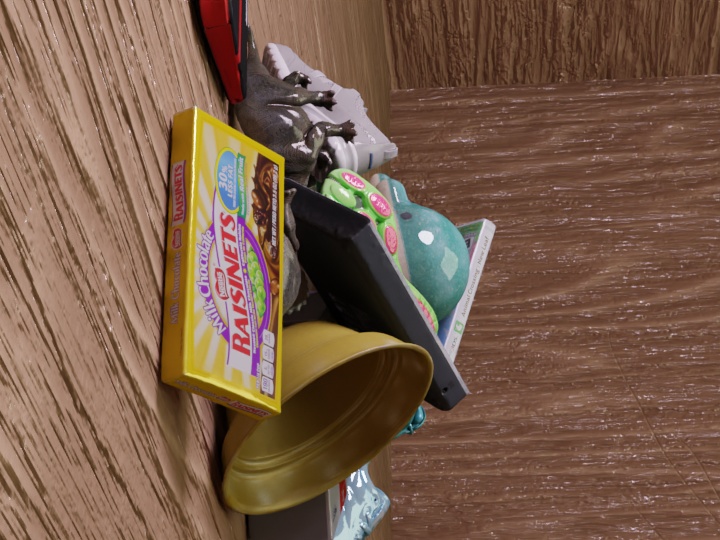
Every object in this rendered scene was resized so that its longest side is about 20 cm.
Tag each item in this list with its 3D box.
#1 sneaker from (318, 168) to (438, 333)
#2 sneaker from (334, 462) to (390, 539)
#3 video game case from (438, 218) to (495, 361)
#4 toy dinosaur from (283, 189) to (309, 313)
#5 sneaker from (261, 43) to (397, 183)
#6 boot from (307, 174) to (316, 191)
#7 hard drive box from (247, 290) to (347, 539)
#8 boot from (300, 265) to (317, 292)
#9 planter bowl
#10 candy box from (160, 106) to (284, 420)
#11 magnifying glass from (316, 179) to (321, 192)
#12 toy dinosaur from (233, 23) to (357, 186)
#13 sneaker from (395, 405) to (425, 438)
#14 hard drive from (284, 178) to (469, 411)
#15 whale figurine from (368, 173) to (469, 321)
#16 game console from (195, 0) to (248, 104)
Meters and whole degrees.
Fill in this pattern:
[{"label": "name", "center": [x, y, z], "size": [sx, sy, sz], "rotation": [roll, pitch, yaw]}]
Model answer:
[{"label": "sneaker", "center": [0.000, 0.000, 1.429], "size": [0.077, 0.084, 0.200], "rotation": [-39, 120, -33]}, {"label": "sneaker", "center": [-0.009, 0.254, 1.598], "size": [0.074, 0.082, 0.200], "rotation": [99, -8, -65]}, {"label": "video game case", "center": [0.050, 0.043, 1.657], "size": [0.200, 0.022, 0.182], "rotation": [-14, -130, 53]}, {"label": "toy dinosaur", "center": [-0.074, -0.002, 1.198], "size": [0.200, 0.077, 0.102], "rotation": [-89, 163, -83]}, {"label": "sneaker", "center": [-0.037, -0.149, 1.490], "size": [0.200, 0.082, 0.075], "rotation": [55, -35, 39]}, {"label": "boot", "center": [-0.065, -0.019, 1.583], "size": [0.182, 0.073, 0.200], "rotation": [-74, 169, -71]}, {"label": "hard drive box", "center": [-0.060, 0.129, 1.416], "size": [0.156, 0.077, 0.200], "rotation": [-66, 153, -79]}, {"label": "boot", "center": [-0.033, 0.055, 1.566], "size": [0.144, 0.071, 0.201], "rotation": [-26, 128, -57]}, {"label": "planter bowl", "center": [-0.045, 0.100, 1.257], "size": [0.083, 0.200, 0.200], "rotation": [52, -14, 27]}, {"label": "candy box", "center": [-0.093, -0.005, 1.080], "size": [0.102, 0.026, 0.200], "rotation": [26, 55, -46]}, {"label": "magnifying glass", "center": [-0.012, -0.011, 1.513], "size": [0.080, 0.022, 0.200], "rotation": [-73, 151, -62]}, {"label": "toy dinosaur", "center": [-0.071, -0.133, 1.365], "size": [0.077, 0.102, 0.200], "rotation": [-24, -100, 48]}, {"label": "sneaker", "center": [0.021, 0.138, 1.451], "size": [0.200, 0.080, 0.078], "rotation": [54, 34, -83]}, {"label": "hard drive", "center": [0.003, 0.020, 1.312], "size": [0.140, 0.033, 0.200], "rotation": [28, -25, 52]}, {"label": "whale figurine", "center": [0.052, -0.026, 1.583], "size": [0.200, 0.104, 0.159], "rotation": [-102, -177, -59]}, {"label": "game console", "center": [-0.112, -0.261, 1.284], "size": [0.177, 0.031, 0.200], "rotation": [90, 0, -70]}]
